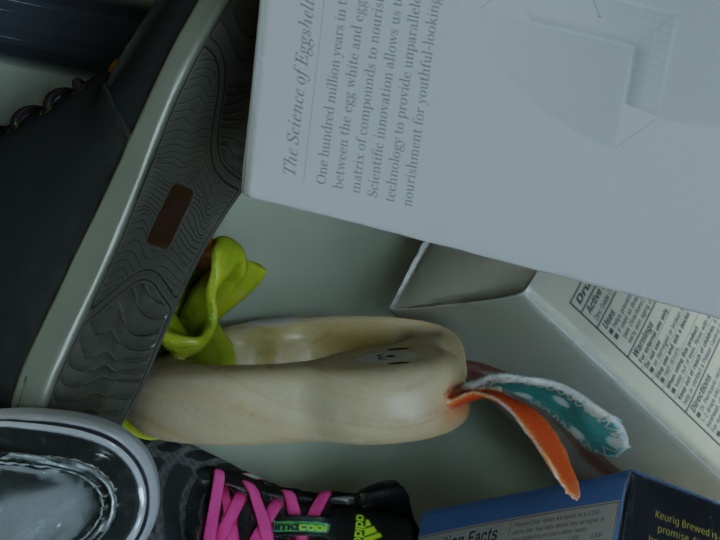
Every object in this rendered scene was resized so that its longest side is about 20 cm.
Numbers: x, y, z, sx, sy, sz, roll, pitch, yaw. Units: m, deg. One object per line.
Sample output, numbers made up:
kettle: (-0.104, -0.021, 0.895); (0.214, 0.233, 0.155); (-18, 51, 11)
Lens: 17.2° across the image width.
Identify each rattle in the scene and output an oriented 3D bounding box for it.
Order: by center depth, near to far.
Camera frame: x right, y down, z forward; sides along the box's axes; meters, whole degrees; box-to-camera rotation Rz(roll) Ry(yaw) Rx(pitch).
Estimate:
rattle: (0.000, 0.000, 0.841); (0.130, 0.200, 0.143); (10, 84, -40)

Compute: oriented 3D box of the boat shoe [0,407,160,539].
boat shoe: (-0.159, 0.087, 0.736); (0.199, 0.068, 0.074); (-6, 91, -8)

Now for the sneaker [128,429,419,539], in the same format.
sneaker: (-0.024, 0.107, 0.911); (0.200, 0.087, 0.074); (31, 49, -29)

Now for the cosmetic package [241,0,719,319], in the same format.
cosmetic package: (0.082, -0.108, 0.737); (0.200, 0.123, 0.200); (15, 120, 12)

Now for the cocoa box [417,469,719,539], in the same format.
cocoa box: (0.125, 0.167, 0.866); (0.200, 0.133, 0.131); (22, 68, -27)

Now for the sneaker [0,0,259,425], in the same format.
sneaker: (-0.100, -0.045, 0.818); (0.200, 0.106, 0.075); (-63, 153, -5)

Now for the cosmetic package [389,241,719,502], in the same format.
cosmetic package: (0.121, 0.034, 0.944); (0.200, 0.087, 0.103); (44, 61, -25)
